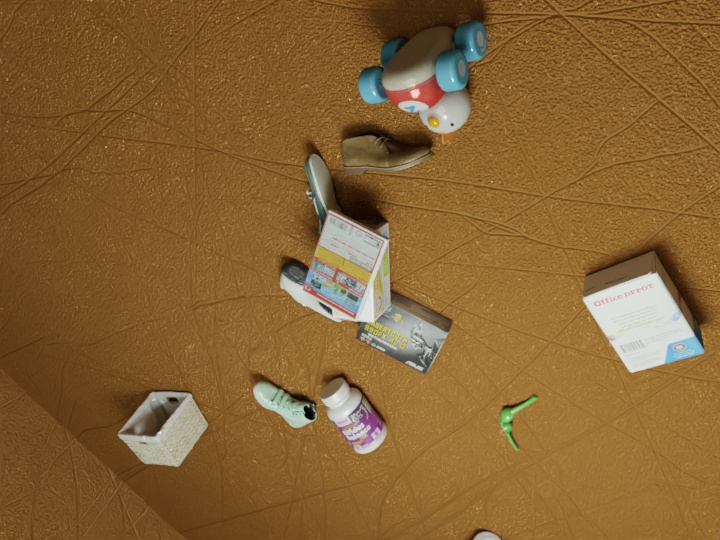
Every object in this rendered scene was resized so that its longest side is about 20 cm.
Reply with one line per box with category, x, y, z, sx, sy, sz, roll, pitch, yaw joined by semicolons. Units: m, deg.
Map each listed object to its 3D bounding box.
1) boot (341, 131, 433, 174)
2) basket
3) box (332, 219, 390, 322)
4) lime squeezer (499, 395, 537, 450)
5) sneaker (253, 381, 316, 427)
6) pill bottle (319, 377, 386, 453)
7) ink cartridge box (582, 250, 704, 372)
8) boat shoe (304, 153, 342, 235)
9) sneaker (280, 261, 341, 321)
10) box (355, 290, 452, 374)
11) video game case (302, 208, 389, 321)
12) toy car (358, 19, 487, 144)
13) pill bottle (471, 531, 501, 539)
boot;0.047;-0.238;1.153;0.198;0.074;0.076;1;113;28
basket;-0.659;0.534;1.956;0.197;0.200;0.162;-6;122;30
box;0.000;0.000;1.281;0.100;0.112;0.202;5;110;22
lime squeezer;0.380;0.377;1.451;0.070;0.038;0.201;-3;126;-10
sneaker;-0.215;0.383;1.711;0.200;0.074;0.118;42;137;-19
pill bottle;-0.023;0.398;1.604;0.112;0.112;0.201;-24;110;36
ink cartridge box;0.543;0.081;1.121;0.144;0.085;0.200;-27;110;37
boat shoe;-0.091;-0.157;1.273;0.061;0.073;0.201;-4;126;23
sneaker;-0.118;0.060;1.451;0.200;0.075;0.087;39;143;5
box;0.102;0.145;1.405;0.199;0.048;0.159;27;130;6
video game case;-0.035;-0.010;1.219;0.142;0.017;0.201;28;115;15
toy car;0.132;-0.298;1.013;0.183;0.178;0.201;2;137;37
pill bottle;0.359;0.891;1.766;0.110;0.111;0.201;25;130;8
